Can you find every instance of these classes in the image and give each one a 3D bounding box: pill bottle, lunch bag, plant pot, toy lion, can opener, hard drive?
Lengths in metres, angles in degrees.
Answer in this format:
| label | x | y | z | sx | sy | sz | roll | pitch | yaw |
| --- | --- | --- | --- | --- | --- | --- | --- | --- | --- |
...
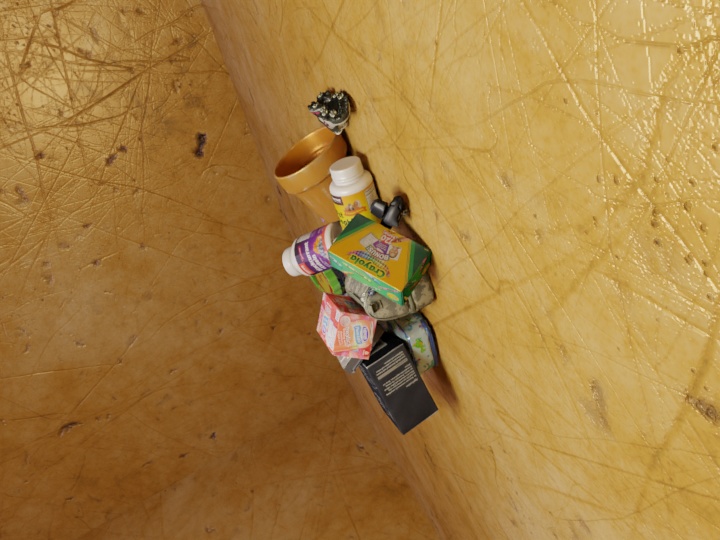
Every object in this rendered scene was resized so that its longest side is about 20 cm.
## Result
| label | x | y | z | sx | sy | sz | roll | pitch | yaw |
| --- | --- | --- | --- | --- | --- | --- | --- | --- | --- |
| pill bottle | -0.119 | -0.051 | 1.600 | 0.197 | 0.111 | 0.114 | -20 | 98 | 38 |
| lunch bag | 0.127 | 0.166 | 1.553 | 0.200 | 0.081 | 0.164 | 50 | 160 | 54 |
| plant pot | -0.093 | -0.234 | 1.515 | 0.185 | 0.199 | 0.200 | 53 | 176 | -30 |
| lunch bag | 0.058 | 0.033 | 1.369 | 0.143 | 0.164 | 0.200 | 67 | 168 | -17 |
| toy lion | -0.121 | 0.009 | 1.763 | 0.194 | 0.068 | 0.200 | 55 | 164 | 7 |
| pill bottle | -0.009 | -0.165 | 1.417 | 0.109 | 0.107 | 0.204 | 46 | 158 | 58 |
| can opener | 0.065 | -0.124 | 1.299 | 0.078 | 0.064 | 0.200 | 36 | 176 | 5 |
| hard drive | -0.014 | 0.172 | 1.537 | 0.037 | 0.141 | 0.200 | 35 | -177 | -19 |

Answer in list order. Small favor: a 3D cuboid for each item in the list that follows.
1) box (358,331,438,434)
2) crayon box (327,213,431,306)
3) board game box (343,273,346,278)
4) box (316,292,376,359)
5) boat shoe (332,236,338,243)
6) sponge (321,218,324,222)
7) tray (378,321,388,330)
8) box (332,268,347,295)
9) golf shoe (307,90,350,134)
| label | x | y | z | sx | sy | sz | roll | pitch | yaw |
| --- | --- | --- | --- | --- | --- | --- | --- | --- | --- |
| box | 0.084 | 0.283 | 1.529 | 0.204 | 0.116 | 0.196 | 62 | 171 | -11 |
| crayon box | 0.040 | -0.026 | 1.259 | 0.197 | 0.120 | 0.059 | 28 | 154 | 24 |
| board game box | -0.005 | 0.058 | 1.689 | 0.201 | 0.019 | 0.104 | 58 | -179 | -45 |
| box | -0.037 | 0.129 | 1.413 | 0.200 | 0.092 | 0.106 | -146 | 67 | -72 |
| boat shoe | 0.000 | 0.000 | 1.487 | 0.202 | 0.072 | 0.062 | 54 | -174 | -9 |
| sponge | -0.097 | -0.249 | 1.649 | 0.204 | 0.109 | 0.030 | 65 | 168 | 3 |
| tray | 0.021 | 0.063 | 1.582 | 0.107 | 0.022 | 0.205 | -160 | 49 | -74 |
| box | -0.043 | -0.037 | 1.782 | 0.205 | 0.134 | 0.040 | 66 | 167 | -6 |
| golf shoe | -0.054 | -0.360 | 1.360 | 0.088 | 0.077 | 0.200 | 48 | -179 | -29 |
